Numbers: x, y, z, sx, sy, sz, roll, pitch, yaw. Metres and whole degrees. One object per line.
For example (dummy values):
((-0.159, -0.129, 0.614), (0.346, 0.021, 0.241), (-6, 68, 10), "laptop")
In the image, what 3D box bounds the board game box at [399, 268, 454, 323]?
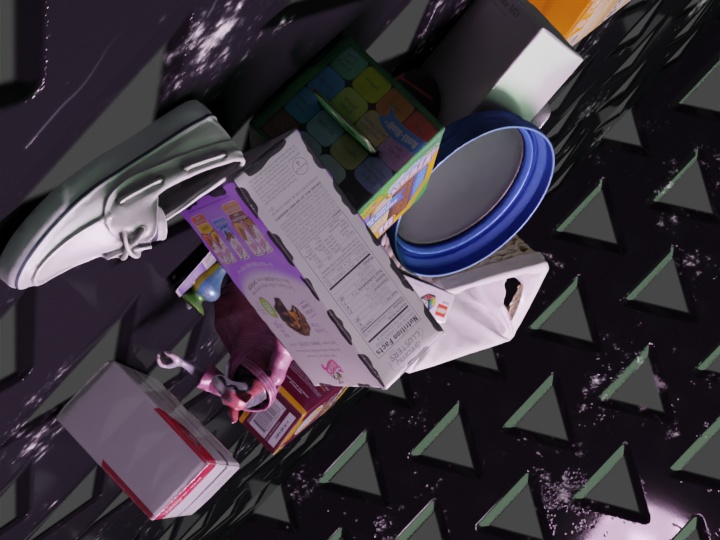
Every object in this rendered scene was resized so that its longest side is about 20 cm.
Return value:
((0.000, 0.000, 1.403), (0.035, 0.125, 0.200), (-67, -155, 2), "board game box")

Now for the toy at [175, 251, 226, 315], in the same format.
((-0.098, -0.032, 1.342), (0.200, 0.047, 0.115), (-45, 172, -8), "toy")

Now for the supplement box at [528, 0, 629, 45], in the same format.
((0.284, -0.352, 1.625), (0.200, 0.073, 0.126), (-40, 170, -37), "supplement box")

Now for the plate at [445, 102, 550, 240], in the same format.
((0.115, -0.158, 1.530), (0.200, 0.032, 0.201), (-50, -149, 21), "plate")

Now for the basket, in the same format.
((0.109, 0.019, 1.653), (0.198, 0.124, 0.137), (-13, 139, -41), "basket")

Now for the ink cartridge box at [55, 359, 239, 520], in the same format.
((-0.215, 0.179, 1.399), (0.083, 0.145, 0.200), (-45, 171, -4), "ink cartridge box")

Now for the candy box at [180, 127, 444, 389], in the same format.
((-0.044, -0.003, 1.093), (0.071, 0.201, 0.167), (-41, -168, -20), "candy box")

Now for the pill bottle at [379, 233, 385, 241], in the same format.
((0.031, -0.026, 1.752), (0.112, 0.112, 0.201), (-37, 167, -43), "pill bottle")

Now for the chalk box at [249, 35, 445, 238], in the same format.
((-0.014, -0.105, 1.172), (0.124, 0.125, 0.200), (-43, 172, -15), "chalk box")

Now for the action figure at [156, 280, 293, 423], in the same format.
((-0.108, 0.090, 1.354), (0.132, 0.150, 0.201), (-20, -148, 20), "action figure")

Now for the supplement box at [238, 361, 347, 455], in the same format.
((-0.096, 0.200, 2.218), (0.111, 0.086, 0.200), (-53, 169, 35), "supplement box")

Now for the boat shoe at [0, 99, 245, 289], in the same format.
((-0.162, -0.044, 0.943), (0.200, 0.065, 0.074), (-42, 171, -25), "boat shoe")

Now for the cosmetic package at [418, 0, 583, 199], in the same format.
((0.124, -0.190, 1.424), (0.084, 0.108, 0.201), (22, 114, -44), "cosmetic package")

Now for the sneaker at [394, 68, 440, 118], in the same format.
((0.004, -0.126, 1.396), (0.201, 0.073, 0.087), (-55, -156, -4), "sneaker")

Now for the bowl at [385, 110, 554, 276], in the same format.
((0.110, -0.081, 1.404), (0.199, 0.040, 0.202), (-25, 144, -19), "bowl")
